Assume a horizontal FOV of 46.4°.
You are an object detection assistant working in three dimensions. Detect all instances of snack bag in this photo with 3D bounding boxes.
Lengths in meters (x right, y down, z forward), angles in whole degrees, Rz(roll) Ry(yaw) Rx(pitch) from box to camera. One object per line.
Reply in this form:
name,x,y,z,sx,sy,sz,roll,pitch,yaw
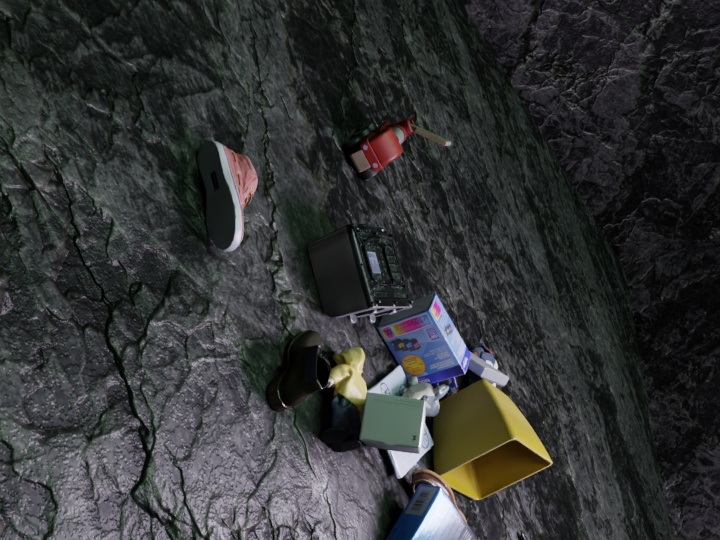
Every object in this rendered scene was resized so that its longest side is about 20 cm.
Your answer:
snack bag,0.076,0.306,1.695,0.200,0.021,0.190,-25,93,-63

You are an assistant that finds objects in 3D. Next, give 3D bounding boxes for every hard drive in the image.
hard drive,0.231,0.192,1.911,0.199,0.027,0.132,33,3,37

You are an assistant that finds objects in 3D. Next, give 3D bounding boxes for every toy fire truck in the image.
toy fire truck,0.089,-0.296,1.950,0.129,0.199,0.176,60,28,-15

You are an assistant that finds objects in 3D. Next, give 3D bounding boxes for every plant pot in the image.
plant pot,0.269,0.360,1.839,0.200,0.199,0.177,37,29,-45

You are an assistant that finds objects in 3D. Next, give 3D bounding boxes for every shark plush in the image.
shark plush,0.119,0.282,1.701,0.200,0.090,0.084,-30,126,-68

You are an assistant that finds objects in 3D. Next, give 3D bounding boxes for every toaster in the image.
toaster,0.000,0.000,1.666,0.180,0.118,0.202,4,68,-61

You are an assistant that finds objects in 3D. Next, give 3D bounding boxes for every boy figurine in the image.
boy figurine,-0.029,0.219,1.518,0.124,0.064,0.201,44,35,-38

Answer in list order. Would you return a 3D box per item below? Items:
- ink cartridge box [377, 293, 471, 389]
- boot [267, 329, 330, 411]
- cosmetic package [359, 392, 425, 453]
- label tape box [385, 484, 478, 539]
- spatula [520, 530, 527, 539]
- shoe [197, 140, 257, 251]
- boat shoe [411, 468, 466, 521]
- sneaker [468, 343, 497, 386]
ink cartridge box,0.144,0.165,1.793,0.201,0.136,0.076,58,31,-19
boot,-0.080,0.159,1.431,0.075,0.096,0.200,57,30,-21
cosmetic package,0.061,0.275,1.494,0.200,0.106,0.086,80,19,-74
label tape box,0.145,0.525,1.572,0.144,0.063,0.201,-50,116,-36
spatula,0.429,0.723,2.040,0.201,0.020,0.057,64,15,-5
shoe,-0.211,-0.121,1.417,0.091,0.071,0.202,14,54,-51
boat shoe,0.160,0.482,1.667,0.201,0.070,0.071,56,29,-23
sneaker,0.291,0.244,2.079,0.085,0.074,0.200,64,18,-11
